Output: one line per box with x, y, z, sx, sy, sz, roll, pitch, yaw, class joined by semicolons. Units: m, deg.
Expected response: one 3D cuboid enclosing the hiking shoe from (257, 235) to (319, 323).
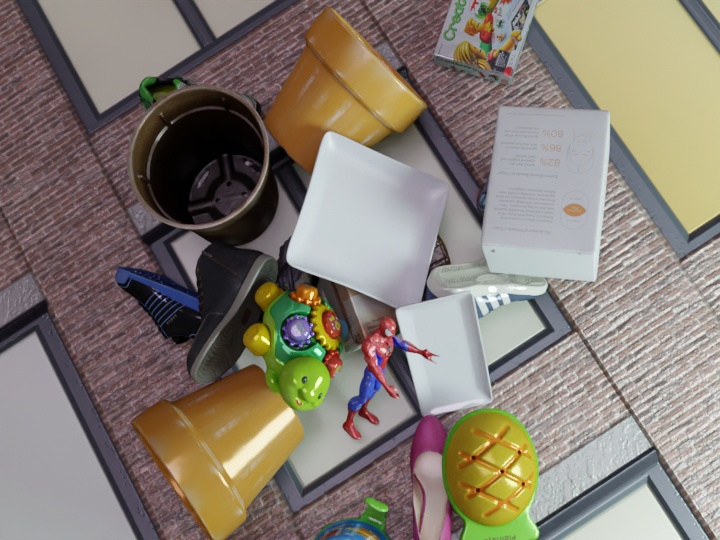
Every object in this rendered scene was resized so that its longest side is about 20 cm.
-0.109;0.037;1.405;0.100;0.076;0.201;40;84;17;hiking shoe

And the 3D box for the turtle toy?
-0.076;0.103;1.287;0.100;0.146;0.202;-23;36;28;turtle toy

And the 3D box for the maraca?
0.177;0.287;1.299;0.134;0.107;0.205;-6;84;-7;maraca

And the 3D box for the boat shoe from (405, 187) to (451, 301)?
0.079;-0.042;1.405;0.073;0.066;0.204;-21;88;0;boat shoe

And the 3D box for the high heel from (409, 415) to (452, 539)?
0.094;0.296;1.311;0.066;0.096;0.205;3;78;8;high heel

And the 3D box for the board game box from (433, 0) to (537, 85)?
0.201;-0.396;1.485;0.124;0.035;0.204;17;80;11;board game box

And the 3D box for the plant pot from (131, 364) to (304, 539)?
-0.182;0.233;1.323;0.182;0.201;0.201;-35;75;-18;plant pot

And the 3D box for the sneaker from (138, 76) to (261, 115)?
-0.248;-0.250;1.483;0.195;0.085;0.080;7;78;8;sneaker

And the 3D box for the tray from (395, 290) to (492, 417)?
0.116;0.113;1.325;0.105;0.203;0.022;-13;35;3;tray

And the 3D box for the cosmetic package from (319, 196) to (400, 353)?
0.000;0.000;1.368;0.102;0.087;0.203;-18;81;-25;cosmetic package

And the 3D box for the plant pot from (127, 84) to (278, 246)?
-0.209;-0.132;1.393;0.195;0.198;0.205;-1;77;6;plant pot

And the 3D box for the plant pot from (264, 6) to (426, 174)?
-0.035;-0.240;1.404;0.183;0.200;0.201;-46;76;11;plant pot

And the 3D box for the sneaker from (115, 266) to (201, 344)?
-0.286;0.057;1.426;0.197;0.070;0.079;22;97;22;sneaker

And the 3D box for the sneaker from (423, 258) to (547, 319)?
0.170;0.036;1.362;0.196;0.086;0.075;-2;38;-27;sneaker

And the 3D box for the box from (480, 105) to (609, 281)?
0.250;-0.103;1.299;0.149;0.106;0.204;6;73;16;box

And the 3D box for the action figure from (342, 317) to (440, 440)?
0.038;0.153;1.299;0.098;0.203;0.065;29;41;24;action figure

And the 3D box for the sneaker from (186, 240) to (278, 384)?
-0.202;0.056;1.342;0.105;0.075;0.202;17;65;27;sneaker

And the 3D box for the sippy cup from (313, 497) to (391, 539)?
-0.017;0.400;1.284;0.137;0.130;0.182;-11;77;5;sippy cup

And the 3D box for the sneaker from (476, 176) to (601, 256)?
0.251;-0.062;1.391;0.199;0.079;0.096;39;90;23;sneaker

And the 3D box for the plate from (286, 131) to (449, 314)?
0.010;-0.062;1.323;0.197;0.032;0.203;22;70;-14;plate
